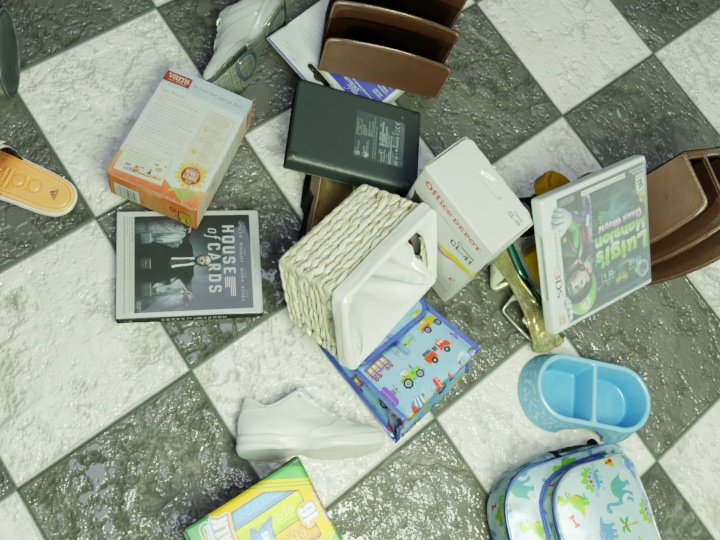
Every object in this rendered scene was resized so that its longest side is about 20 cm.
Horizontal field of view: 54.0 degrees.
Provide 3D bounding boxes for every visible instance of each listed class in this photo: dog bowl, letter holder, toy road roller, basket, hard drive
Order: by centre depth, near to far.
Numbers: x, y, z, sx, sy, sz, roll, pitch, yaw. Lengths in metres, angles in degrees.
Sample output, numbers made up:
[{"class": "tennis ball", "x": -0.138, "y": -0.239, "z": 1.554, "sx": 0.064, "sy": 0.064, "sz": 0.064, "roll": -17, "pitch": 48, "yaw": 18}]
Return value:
[{"class": "basket", "x": 0.000, "y": 0.000, "z": 0.928, "sx": 0.122, "sy": 0.138, "sz": 0.200, "roll": 27, "pitch": 53, "yaw": 29}, {"class": "toy road roller", "x": 0.312, "y": -0.052, "z": 1.020, "sx": 0.121, "sy": 0.145, "sz": 0.204, "roll": -6, "pitch": 67, "yaw": -50}, {"class": "dog bowl", "x": 0.328, "y": 0.181, "z": 1.022, "sx": 0.194, "sy": 0.050, "sz": 0.115, "roll": 12, "pitch": 70, "yaw": -8}, {"class": "letter holder", "x": 0.443, "y": -0.063, "z": 1.031, "sx": 0.098, "sy": 0.199, "sz": 0.146, "roll": -10, "pitch": 75, "yaw": -34}, {"class": "hard drive", "x": -0.009, "y": -0.193, "z": 1.034, "sx": 0.194, "sy": 0.033, "sz": 0.143, "roll": 12, "pitch": 65, "yaw": -14}, {"class": "letter holder", "x": 0.048, "y": -0.356, "z": 1.047, "sx": 0.194, "sy": 0.142, "sz": 0.104, "roll": 11, "pitch": 70, "yaw": -11}]

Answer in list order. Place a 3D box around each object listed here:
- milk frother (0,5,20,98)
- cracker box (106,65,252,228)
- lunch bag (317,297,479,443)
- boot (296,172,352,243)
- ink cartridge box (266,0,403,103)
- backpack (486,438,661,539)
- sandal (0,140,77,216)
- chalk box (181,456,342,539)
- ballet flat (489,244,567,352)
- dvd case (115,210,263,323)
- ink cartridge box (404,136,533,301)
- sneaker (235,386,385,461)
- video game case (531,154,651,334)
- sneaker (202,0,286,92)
[{"class": "milk frother", "x": -0.564, "y": -0.340, "z": 0.921, "sx": 0.182, "sy": 0.201, "sz": 0.186, "roll": -2, "pitch": 68, "yaw": -13}, {"class": "cracker box", "x": -0.250, "y": -0.176, "z": 0.998, "sx": 0.131, "sy": 0.058, "sz": 0.204, "roll": 22, "pitch": 62, "yaw": -2}, {"class": "lunch bag", "x": 0.038, "y": 0.101, "z": 0.977, "sx": 0.150, "sy": 0.095, "sz": 0.200, "roll": -38, "pitch": 69, "yaw": -22}, {"class": "boot", "x": -0.052, "y": -0.054, "z": 1.010, "sx": 0.074, "sy": 0.074, "sz": 0.206, "roll": 15, "pitch": 67, "yaw": -17}, {"class": "ink cartridge box", "x": -0.017, "y": -0.339, "z": 1.125, "sx": 0.199, "sy": 0.047, "sz": 0.198, "roll": -42, "pitch": 87, "yaw": -20}, {"class": "backpack", "x": 0.272, "y": 0.325, "z": 0.910, "sx": 0.194, "sy": 0.147, "sz": 0.188, "roll": -11, "pitch": 72, "yaw": -13}, {"class": "sandal", "x": -0.481, "y": -0.137, "z": 0.945, "sx": 0.201, "sy": 0.059, "sz": 0.081, "roll": 17, "pitch": 68, "yaw": -6}, {"class": "chalk box", "x": -0.133, "y": 0.331, "z": 0.831, "sx": 0.197, "sy": 0.125, "sz": 0.126, "roll": -29, "pitch": 79, "yaw": -18}, {"class": "ballet flat", "x": 0.230, "y": 0.029, "z": 1.049, "sx": 0.069, "sy": 0.071, "sz": 0.203, "roll": -24, "pitch": 76, "yaw": -18}, {"class": "dvd case", "x": -0.235, "y": -0.008, "z": 0.975, "sx": 0.194, "sy": 0.025, "sz": 0.155, "roll": -2, "pitch": 72, "yaw": -12}, {"class": "ink cartridge box", "x": 0.129, "y": -0.064, "z": 0.979, "sx": 0.085, "sy": 0.200, "sz": 0.149, "roll": -35, "pitch": 81, "yaw": -21}, {"class": "sneaker", "x": -0.063, "y": 0.197, "z": 0.924, "sx": 0.194, "sy": 0.076, "sz": 0.091, "roll": 4, "pitch": 59, "yaw": -10}, {"class": "video game case", "x": 0.314, "y": -0.036, "z": 0.944, "sx": 0.196, "sy": 0.023, "sz": 0.187, "roll": -22, "pitch": 113, "yaw": -26}, {"class": "sneaker", "x": -0.189, "y": -0.352, "z": 1.086, "sx": 0.085, "sy": 0.075, "sz": 0.203, "roll": 23, "pitch": 61, "yaw": 9}]
